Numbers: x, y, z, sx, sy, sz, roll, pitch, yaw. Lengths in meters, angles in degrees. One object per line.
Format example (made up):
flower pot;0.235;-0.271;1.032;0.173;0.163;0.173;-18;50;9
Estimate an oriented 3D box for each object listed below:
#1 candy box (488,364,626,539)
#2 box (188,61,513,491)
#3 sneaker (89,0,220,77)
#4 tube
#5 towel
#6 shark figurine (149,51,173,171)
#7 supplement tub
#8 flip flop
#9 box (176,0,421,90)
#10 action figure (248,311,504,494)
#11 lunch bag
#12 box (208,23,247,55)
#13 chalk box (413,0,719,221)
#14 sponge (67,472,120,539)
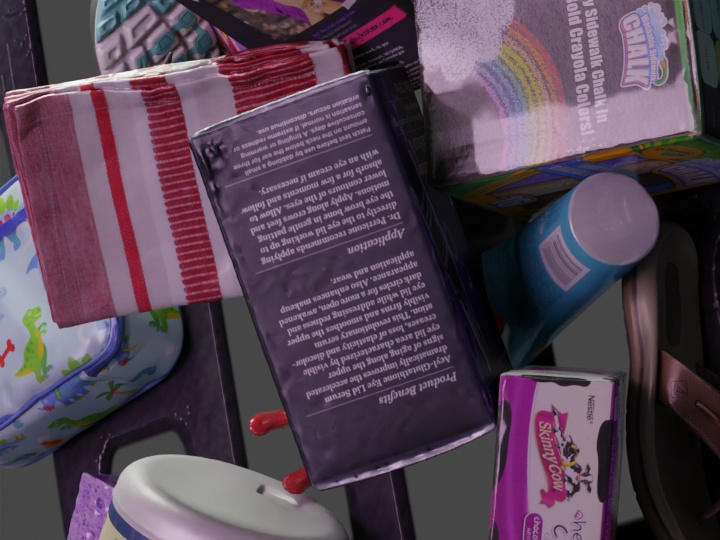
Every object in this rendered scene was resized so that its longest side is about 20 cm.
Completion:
candy box;0.104;0.119;1.536;0.061;0.200;0.137;4;91;6
box;0.000;0.000;1.562;0.104;0.148;0.200;-20;94;9
sneaker;-0.119;-0.104;1.777;0.078;0.200;0.091;-35;37;-13
tube;0.103;0.001;1.601;0.200;0.050;0.078;136;131;-67
towel;-0.092;-0.048;1.661;0.200;0.023;0.144;-10;112;5
shark figurine;-0.054;-0.033;1.753;0.090;0.214;0.128;-56;8;-23
supplement tub;-0.101;0.225;1.745;0.145;0.145;0.200;29;106;39
flip flop;0.180;0.070;1.558;0.058;0.081;0.200;-9;75;26
box;-0.029;-0.193;1.654;0.106;0.200;0.122;-20;50;39
action figure;0.014;0.070;1.701;0.200;0.052;0.065;-34;80;40
lunch bag;-0.214;0.027;1.907;0.200;0.082;0.161;-33;63;35
box;-0.116;-0.219;1.750;0.200;0.039;0.137;59;172;-11
chalk box;0.144;-0.109;1.550;0.200;0.124;0.125;-10;78;25
sponge;-0.157;0.240;1.872;0.112;0.030;0.200;24;103;41
